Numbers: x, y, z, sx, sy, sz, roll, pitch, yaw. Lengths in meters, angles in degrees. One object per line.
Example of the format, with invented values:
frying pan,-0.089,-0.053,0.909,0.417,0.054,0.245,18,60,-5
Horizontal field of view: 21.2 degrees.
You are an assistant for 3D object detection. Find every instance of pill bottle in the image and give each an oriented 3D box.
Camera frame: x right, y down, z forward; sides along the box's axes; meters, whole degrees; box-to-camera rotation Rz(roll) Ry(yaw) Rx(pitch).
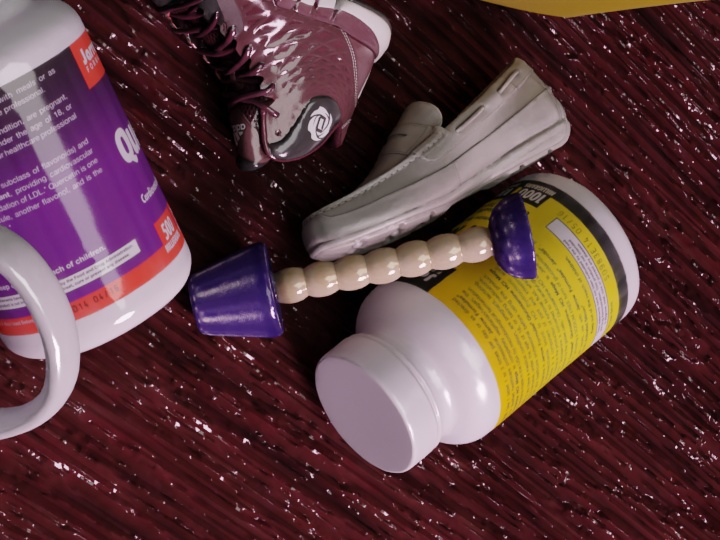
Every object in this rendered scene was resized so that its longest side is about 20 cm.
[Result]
pill bottle,-0.174,-0.062,1.002,0.112,0.112,0.201,-35,113,-30
pill bottle,0.071,0.034,1.190,0.200,0.112,0.113,-37,113,-30

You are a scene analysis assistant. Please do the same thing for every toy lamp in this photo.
toy lamp,0.000,0.000,1.117,0.199,0.058,0.059,-11,101,-1

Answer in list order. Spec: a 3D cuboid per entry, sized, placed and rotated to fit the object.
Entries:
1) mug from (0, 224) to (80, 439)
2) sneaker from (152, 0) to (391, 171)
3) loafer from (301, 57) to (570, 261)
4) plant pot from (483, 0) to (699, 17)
mug,-0.226,0.026,0.919,0.148,0.199,0.176,-55,139,-56
sneaker,-0.071,-0.120,1.101,0.199,0.075,0.116,18,85,-37
loafer,0.040,-0.069,1.196,0.199,0.070,0.070,-29,88,-28
plant pot,0.096,-0.259,1.155,0.175,0.200,0.201,-3,94,-25
